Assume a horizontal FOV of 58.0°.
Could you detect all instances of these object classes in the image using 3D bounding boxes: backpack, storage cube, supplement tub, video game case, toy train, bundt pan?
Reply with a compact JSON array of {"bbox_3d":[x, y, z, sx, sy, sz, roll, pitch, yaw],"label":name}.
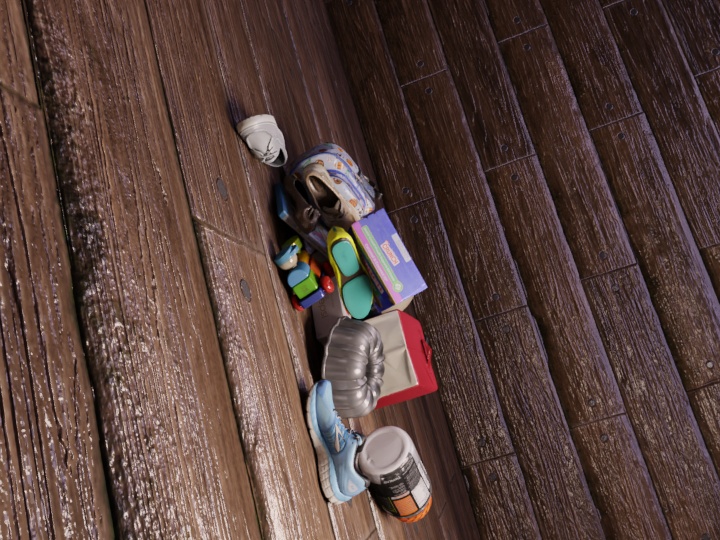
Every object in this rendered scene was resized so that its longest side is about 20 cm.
[{"bbox_3d":[-0.076,-0.179,1.464,0.192,0.198,0.155,55,13,-17],"label":"backpack"},{"bbox_3d":[0.053,0.202,1.444,0.179,0.197,0.174,31,42,-67],"label":"storage cube"},{"bbox_3d":[0.078,0.435,1.368,0.124,0.120,0.202,-96,166,-53],"label":"supplement tub"},{"bbox_3d":[-0.098,-0.087,1.343,0.199,0.018,0.144,42,17,-28],"label":"video game case"},{"bbox_3d":[-0.110,-0.019,1.265,0.117,0.084,0.201,55,15,-19],"label":"toy train"},{"bbox_3d":[-0.004,0.192,1.262,0.201,0.074,0.207,2,90,-71],"label":"bundt pan"}]

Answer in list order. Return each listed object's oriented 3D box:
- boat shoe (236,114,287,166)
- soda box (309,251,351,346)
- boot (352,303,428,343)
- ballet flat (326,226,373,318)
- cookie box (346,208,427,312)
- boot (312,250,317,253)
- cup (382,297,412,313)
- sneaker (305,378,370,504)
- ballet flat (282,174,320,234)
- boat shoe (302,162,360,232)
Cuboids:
[{"bbox_3d":[-0.181,-0.246,1.262,0.201,0.069,0.073,16,53,-82],"label":"boat shoe"},{"bbox_3d":[-0.067,0.056,1.375,0.064,0.067,0.203,55,20,-58],"label":"soda box"},{"bbox_3d":[0.054,0.137,1.588,0.169,0.196,0.077,66,33,-45],"label":"boot"},{"bbox_3d":[-0.022,0.000,1.238,0.067,0.066,0.202,-121,-169,-51],"label":"ballet flat"},{"bbox_3d":[0.040,-0.014,1.277,0.173,0.074,0.200,61,-11,4],"label":"cookie box"},{"bbox_3d":[0.000,0.001,1.464,0.160,0.208,0.079,70,11,22],"label":"boot"},{"bbox_3d":[0.034,0.003,1.646,0.144,0.196,0.203,64,12,-54],"label":"cup"},{"bbox_3d":[-0.033,0.280,1.094,0.078,0.088,0.204,42,31,-72],"label":"sneaker"},{"bbox_3d":[-0.115,-0.141,1.300,0.067,0.046,0.201,40,17,-32],"label":"ballet flat"},{"bbox_3d":[-0.058,-0.131,1.366,0.202,0.071,0.065,57,11,-25],"label":"boat shoe"}]
